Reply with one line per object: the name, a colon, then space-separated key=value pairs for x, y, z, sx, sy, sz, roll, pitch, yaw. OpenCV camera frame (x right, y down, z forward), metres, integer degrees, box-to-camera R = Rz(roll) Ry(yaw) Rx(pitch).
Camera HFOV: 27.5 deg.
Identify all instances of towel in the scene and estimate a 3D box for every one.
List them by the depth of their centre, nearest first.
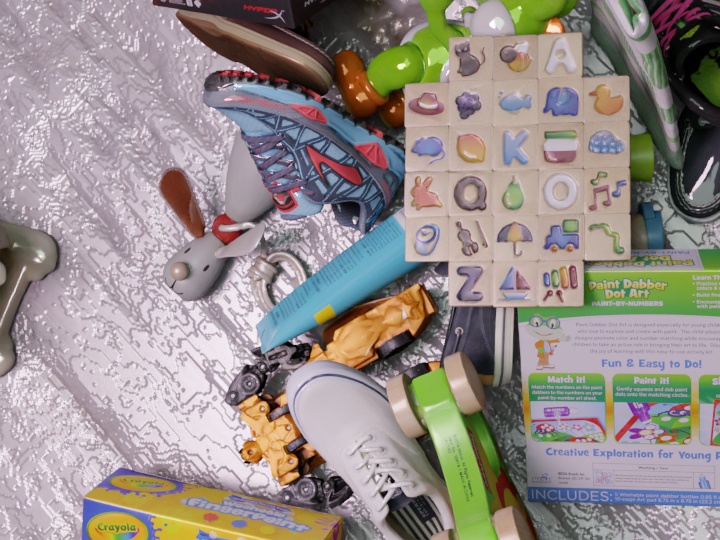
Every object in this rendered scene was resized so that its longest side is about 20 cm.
towel: x=0.189 y=-0.177 z=1.072 sx=0.023 sy=0.200 sz=0.153 roll=-25 pitch=62 yaw=6

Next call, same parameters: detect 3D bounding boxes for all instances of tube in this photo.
tube: x=0.000 y=0.000 z=1.183 sx=0.200 sy=0.077 sz=0.051 roll=-33 pitch=100 yaw=0

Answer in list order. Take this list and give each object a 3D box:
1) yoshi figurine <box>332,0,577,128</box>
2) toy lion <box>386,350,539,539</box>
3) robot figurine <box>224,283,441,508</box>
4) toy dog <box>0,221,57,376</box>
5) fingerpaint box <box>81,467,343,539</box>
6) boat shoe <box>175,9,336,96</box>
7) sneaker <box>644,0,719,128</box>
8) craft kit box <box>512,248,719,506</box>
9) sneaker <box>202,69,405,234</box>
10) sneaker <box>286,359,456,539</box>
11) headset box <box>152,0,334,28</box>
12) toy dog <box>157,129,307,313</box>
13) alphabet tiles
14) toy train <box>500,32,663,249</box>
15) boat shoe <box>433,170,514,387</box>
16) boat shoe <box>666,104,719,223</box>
yoshi figurine: x=0.073 y=-0.197 z=1.150 sx=0.199 sy=0.113 sz=0.112 roll=-26 pitch=121 yaw=29
toy lion: x=0.100 y=0.182 z=1.103 sx=0.068 sy=0.192 sz=0.201 roll=-23 pitch=61 yaw=12
robot figurine: x=-0.010 y=0.104 z=1.195 sx=0.199 sy=0.058 sz=0.145 roll=-31 pitch=79 yaw=10
toy dog: x=-0.374 y=-0.005 z=1.222 sx=0.194 sy=0.200 sz=0.140 roll=34 pitch=95 yaw=14
fingerpaint box: x=-0.125 y=0.265 z=1.184 sx=0.199 sy=0.073 sz=0.168 roll=11 pitch=106 yaw=15
boat shoe: x=-0.075 y=-0.201 z=1.196 sx=0.072 sy=0.072 sz=0.200 roll=-51 pitch=39 yaw=-6
sneaker: x=0.248 y=-0.168 z=1.076 sx=0.074 sy=0.087 sz=0.200 roll=-42 pitch=60 yaw=17
craft kit box: x=0.219 y=0.082 z=1.102 sx=0.199 sy=0.049 sz=0.198 roll=0 pitch=115 yaw=13
sneaker: x=-0.044 y=-0.086 z=1.134 sx=0.079 sy=0.200 sz=0.096 roll=20 pitch=86 yaw=53
sneaker: x=0.019 y=0.148 z=1.122 sx=0.073 sy=0.071 sz=0.200 roll=-39 pitch=117 yaw=6
headset box: x=-0.102 y=-0.300 z=1.122 sx=0.148 sy=0.077 sz=0.201 roll=15 pitch=130 yaw=31
toy dog: x=-0.098 y=-0.065 z=1.208 sx=0.131 sy=0.096 sz=0.201 roll=15 pitch=90 yaw=15
alphabet tiles: x=0.113 y=-0.073 z=1.074 sx=0.166 sy=0.006 sz=0.201 roll=-1 pitch=85 yaw=14
toy train: x=0.172 y=-0.087 z=1.120 sx=0.115 sy=0.085 sz=0.201 roll=-6 pitch=113 yaw=2
boat shoe: x=0.087 y=-0.011 z=1.127 sx=0.062 sy=0.075 sz=0.201 roll=1 pitch=96 yaw=5
boat shoe: x=0.287 y=-0.135 z=1.131 sx=0.075 sy=0.060 sz=0.201 roll=18 pitch=91 yaw=15
